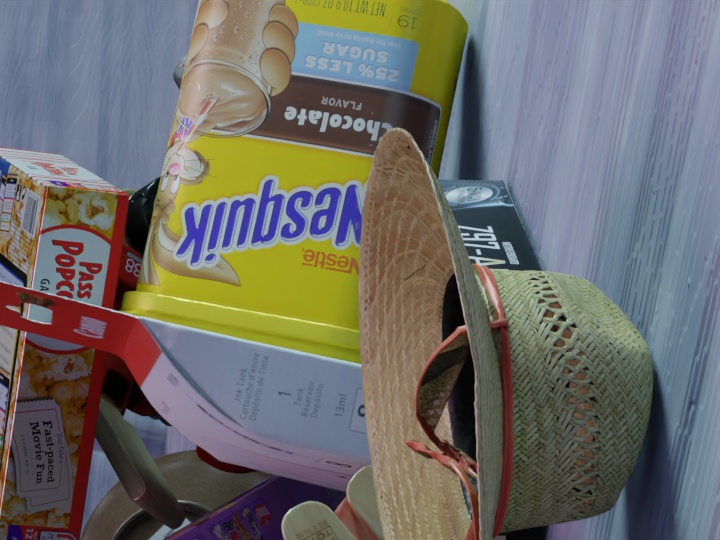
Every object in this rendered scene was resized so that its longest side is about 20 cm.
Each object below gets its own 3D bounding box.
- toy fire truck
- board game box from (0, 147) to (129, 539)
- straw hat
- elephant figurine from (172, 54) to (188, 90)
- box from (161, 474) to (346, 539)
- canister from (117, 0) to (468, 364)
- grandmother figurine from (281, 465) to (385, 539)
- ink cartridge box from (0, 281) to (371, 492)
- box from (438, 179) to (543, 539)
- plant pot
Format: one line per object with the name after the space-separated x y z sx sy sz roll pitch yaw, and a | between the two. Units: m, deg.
-0.090 0.068 1.235 0.129 0.176 0.200 -25 42 51 | toy fire truck
-0.176 0.044 1.176 0.151 0.046 0.200 -151 69 -67 | board game box
0.059 0.046 0.798 0.201 0.085 0.201 176 90 -80 | straw hat
-0.047 -0.088 1.503 0.142 0.155 0.200 45 171 12 | elephant figurine
-0.079 0.149 1.171 0.200 0.137 0.039 -25 -96 -57 | box
-0.032 -0.045 1.131 0.087 0.148 0.200 35 -115 -72 | canister
-0.035 0.158 1.013 0.061 0.121 0.200 63 152 18 | grandmother figurine
-0.078 0.057 1.025 0.163 0.200 0.057 134 145 -78 | ink cartridge box
0.047 0.080 1.013 0.160 0.043 0.200 -105 18 -63 | box
-0.117 0.207 1.523 0.200 0.187 0.187 84 -174 -80 | plant pot
